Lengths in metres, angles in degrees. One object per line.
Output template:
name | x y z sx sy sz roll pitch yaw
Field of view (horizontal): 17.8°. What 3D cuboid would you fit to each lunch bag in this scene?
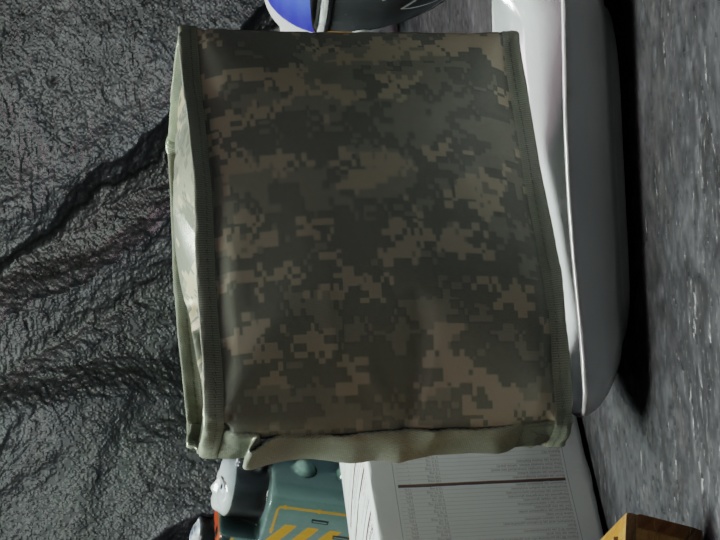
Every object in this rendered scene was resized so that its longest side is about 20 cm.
lunch bag | 0.000 0.000 1.015 0.118 0.162 0.201 103 164 -55

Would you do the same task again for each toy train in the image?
toy train | -0.016 0.179 1.594 0.086 0.198 0.115 -96 20 -55

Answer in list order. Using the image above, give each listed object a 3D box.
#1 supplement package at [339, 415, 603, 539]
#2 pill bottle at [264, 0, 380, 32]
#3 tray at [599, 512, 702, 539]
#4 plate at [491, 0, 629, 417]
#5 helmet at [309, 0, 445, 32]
supplement package | 0.054 0.133 1.139 0.201 0.113 0.110 -98 8 -47
pill bottle | -0.022 -0.247 1.791 0.201 0.111 0.113 93 172 -55
tray | 0.080 0.184 0.927 0.200 0.037 0.099 120 161 -56
plate | 0.091 -0.044 1.049 0.200 0.032 0.202 -150 57 -83
helmet | -0.003 -0.225 1.129 0.201 0.190 0.200 -57 4 6
